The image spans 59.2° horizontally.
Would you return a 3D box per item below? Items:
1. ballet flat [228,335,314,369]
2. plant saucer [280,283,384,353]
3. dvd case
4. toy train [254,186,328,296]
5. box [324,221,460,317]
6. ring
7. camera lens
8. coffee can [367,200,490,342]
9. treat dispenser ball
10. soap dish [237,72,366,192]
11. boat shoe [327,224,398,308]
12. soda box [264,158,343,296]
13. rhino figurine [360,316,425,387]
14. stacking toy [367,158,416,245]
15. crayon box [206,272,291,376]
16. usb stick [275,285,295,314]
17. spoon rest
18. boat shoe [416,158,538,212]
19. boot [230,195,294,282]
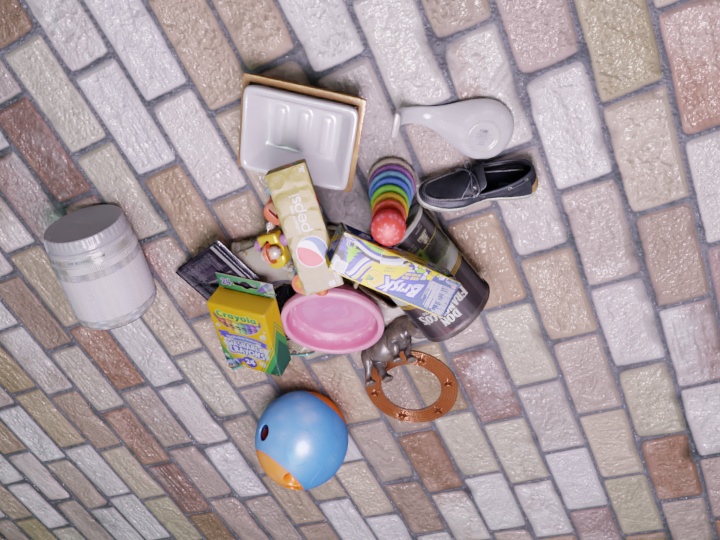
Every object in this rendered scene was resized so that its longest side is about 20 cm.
[{"bbox_3d":[-0.186,0.149,1.307,0.197,0.068,0.076,-12,99,12],"label":"ballet flat"},{"bbox_3d":[-0.053,0.087,1.207,0.197,0.051,0.202,2,140,2],"label":"plant saucer"},{"bbox_3d":[-0.262,0.023,1.215,0.149,0.016,0.199,45,145,-17],"label":"dvd case"},{"bbox_3d":[-0.109,-0.041,1.065,0.200,0.056,0.150,46,124,-3],"label":"toy train"},{"bbox_3d":[0.047,-0.001,0.968,0.198,0.070,0.065,24,102,-14],"label":"box"},{"bbox_3d":[0.106,0.251,1.335,0.197,0.019,0.203,5,123,7],"label":"ring"},{"bbox_3d":[-0.488,-0.002,1.202,0.157,0.161,0.202,-2,123,13],"label":"camera lens"},{"bbox_3d":[0.107,0.002,1.093,0.146,0.147,0.200,-33,111,28],"label":"coffee can"},{"bbox_3d":[-0.124,0.358,1.340,0.197,0.202,0.203,5,124,8],"label":"treat dispenser ball"},{"bbox_3d":[-0.095,-0.226,1.023,0.197,0.082,0.159,13,124,3],"label":"soap dish"},{"bbox_3d":[0.004,-0.004,1.152,0.201,0.075,0.075,34,123,-12],"label":"boat shoe"},{"bbox_3d":[-0.088,-0.069,1.002,0.067,0.064,0.203,-17,105,1],"label":"soda box"},{"bbox_3d":[0.072,0.141,1.232,0.059,0.088,0.200,16,132,-42],"label":"rhino figurine"},{"bbox_3d":[0.049,-0.103,0.999,0.084,0.201,0.087,1,121,2],"label":"stacking toy"},{"bbox_3d":[-0.211,0.105,1.192,0.124,0.052,0.202,11,133,20],"label":"crayon box"},{"bbox_3d":[-0.207,0.093,1.274,0.199,0.056,0.032,-32,143,27],"label":"usb stick"},{"bbox_3d":[0.145,-0.228,0.997,0.197,0.061,0.100,6,126,-9],"label":"spoon rest"},{"bbox_3d":[0.187,-0.142,1.019,0.197,0.076,0.062,-6,151,9],"label":"boat shoe"},{"bbox_3d":[-0.171,-0.059,1.157,0.152,0.072,0.202,-6,122,18],"label":"boot"}]
